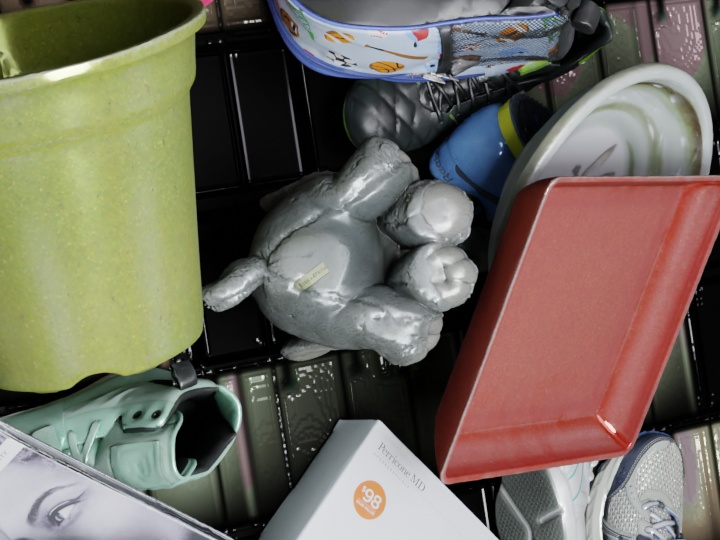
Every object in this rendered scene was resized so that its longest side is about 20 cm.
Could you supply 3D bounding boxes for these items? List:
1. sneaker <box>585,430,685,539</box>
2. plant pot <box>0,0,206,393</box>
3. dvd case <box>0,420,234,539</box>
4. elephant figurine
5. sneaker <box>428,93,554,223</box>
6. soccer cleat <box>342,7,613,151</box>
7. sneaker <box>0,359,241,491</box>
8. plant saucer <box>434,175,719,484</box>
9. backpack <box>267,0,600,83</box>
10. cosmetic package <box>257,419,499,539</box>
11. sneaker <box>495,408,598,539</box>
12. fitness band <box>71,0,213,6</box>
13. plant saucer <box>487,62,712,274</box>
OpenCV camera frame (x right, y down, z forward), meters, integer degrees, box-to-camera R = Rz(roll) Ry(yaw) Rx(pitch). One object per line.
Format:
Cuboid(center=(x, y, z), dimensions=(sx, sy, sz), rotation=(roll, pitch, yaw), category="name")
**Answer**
Cuboid(center=(0.195, 0.205, 1.652), dimensions=(0.077, 0.085, 0.200), rotation=(19, 76, -32), category="sneaker")
Cuboid(center=(-0.167, -0.039, 1.374), dimensions=(0.200, 0.200, 0.184), rotation=(-21, 110, -33), category="plant pot")
Cuboid(center=(-0.167, 0.173, 1.387), dimensions=(0.200, 0.149, 0.016), rotation=(31, 25, -30), category="dvd case")
Cuboid(center=(0.000, 0.000, 1.521), dimensions=(0.155, 0.200, 0.142), rotation=(31, 85, -2), category="elephant figurine")
Cuboid(center=(0.114, -0.058, 1.628), dimensions=(0.200, 0.078, 0.066), rotation=(23, 45, -55), category="sneaker")
Cuboid(center=(0.075, -0.130, 1.595), dimensions=(0.200, 0.081, 0.068), rotation=(-27, 102, -32), category="soccer cleat")
Cuboid(center=(-0.160, 0.110, 1.397), dimensions=(0.200, 0.118, 0.074), rotation=(-32, 106, -30), category="sneaker")
Cuboid(center=(0.130, 0.026, 1.514), dimensions=(0.200, 0.037, 0.200), rotation=(-3, 119, -49), category="plant saucer")
Cuboid(center=(0.031, -0.202, 1.513), dimensions=(0.190, 0.154, 0.200), rotation=(-4, 64, -10), category="backpack")
Cuboid(center=(0.023, 0.213, 1.557), dimensions=(0.200, 0.052, 0.151), rotation=(46, 62, -23), category="cosmetic package")
Cuboid(center=(0.131, 0.116, 1.625), dimensions=(0.080, 0.070, 0.200), rotation=(-7, 91, -38), category="sneaker")
Cuboid(center=(-0.140, -0.245, 1.486), dimensions=(0.144, 0.037, 0.200), rotation=(-18, 98, -36), category="fitness band")
Cuboid(center=(0.138, -0.043, 1.544), dimensions=(0.200, 0.050, 0.200), rotation=(-29, 135, -34), category="plant saucer")
